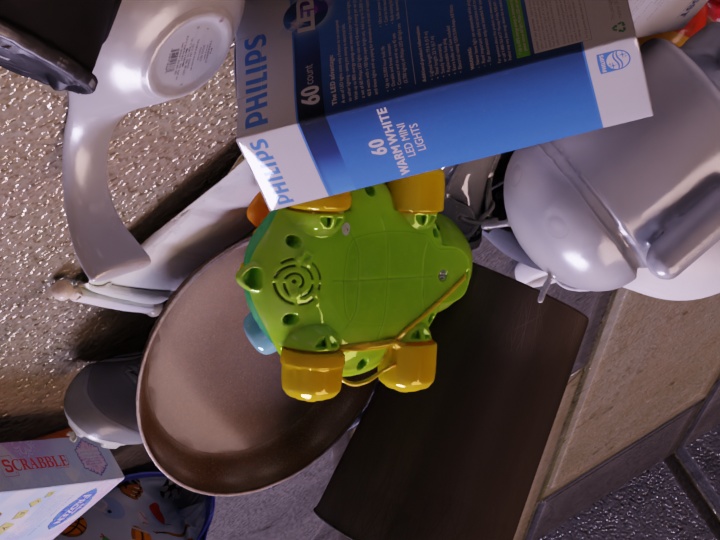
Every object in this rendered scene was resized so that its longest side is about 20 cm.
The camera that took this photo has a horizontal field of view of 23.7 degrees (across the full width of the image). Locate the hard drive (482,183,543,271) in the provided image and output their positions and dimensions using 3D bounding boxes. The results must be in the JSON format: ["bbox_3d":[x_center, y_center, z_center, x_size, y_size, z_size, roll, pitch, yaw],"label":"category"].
[{"bbox_3d":[0.169,-0.046,1.276,0.134,0.043,0.200,-29,-162,-15],"label":"hard drive"}]

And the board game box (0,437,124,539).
[{"bbox_3d":[-0.296,0.190,1.195,0.200,0.041,0.199,-40,160,21],"label":"board game box"}]

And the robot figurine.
[{"bbox_3d":[0.172,-0.065,1.081,0.199,0.170,0.113,-38,134,4],"label":"robot figurine"}]

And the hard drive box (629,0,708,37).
[{"bbox_3d":[0.148,-0.203,0.971,0.199,0.077,0.156,-15,154,-42],"label":"hard drive box"}]

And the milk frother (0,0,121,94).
[{"bbox_3d":[-0.142,-0.178,0.488,0.199,0.180,0.190,25,86,-36],"label":"milk frother"}]

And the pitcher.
[{"bbox_3d":[0.252,-0.025,1.548,0.198,0.122,0.171,-8,171,-32],"label":"pitcher"}]

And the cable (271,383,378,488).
[{"bbox_3d":[-0.017,0.087,1.296,0.162,0.051,0.201,-17,147,-36],"label":"cable"}]

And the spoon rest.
[{"bbox_3d":[-0.115,-0.088,0.871,0.099,0.061,0.201,-18,142,-42],"label":"spoon rest"}]

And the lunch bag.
[{"bbox_3d":[-0.220,0.261,1.440,0.200,0.124,0.170,-33,168,-51],"label":"lunch bag"}]

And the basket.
[{"bbox_3d":[0.069,0.103,1.185,0.202,0.135,0.180,-66,-170,-2],"label":"basket"}]

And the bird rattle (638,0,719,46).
[{"bbox_3d":[0.224,-0.168,1.157,0.162,0.113,0.200,11,133,-39],"label":"bird rattle"}]

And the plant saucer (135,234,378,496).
[{"bbox_3d":[-0.068,0.056,1.150,0.199,0.032,0.202,-19,126,-28],"label":"plant saucer"}]

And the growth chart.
[{"bbox_3d":[-0.088,-0.031,1.094,0.199,0.018,0.145,-37,162,9],"label":"growth chart"}]

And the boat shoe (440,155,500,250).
[{"bbox_3d":[0.067,-0.046,1.227,0.070,0.072,0.201,-21,158,-32],"label":"boat shoe"}]

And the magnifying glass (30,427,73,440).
[{"bbox_3d":[-0.271,0.145,1.214,0.199,0.022,0.080,-18,156,-40],"label":"magnifying glass"}]

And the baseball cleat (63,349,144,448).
[{"bbox_3d":[-0.126,0.061,1.201,0.107,0.070,0.200,-50,166,25],"label":"baseball cleat"}]

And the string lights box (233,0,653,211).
[{"bbox_3d":[0.038,-0.108,0.861,0.198,0.103,0.059,-13,139,11],"label":"string lights box"}]

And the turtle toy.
[{"bbox_3d":[0.000,0.000,1.077,0.199,0.147,0.101,-2,-172,-40],"label":"turtle toy"}]
